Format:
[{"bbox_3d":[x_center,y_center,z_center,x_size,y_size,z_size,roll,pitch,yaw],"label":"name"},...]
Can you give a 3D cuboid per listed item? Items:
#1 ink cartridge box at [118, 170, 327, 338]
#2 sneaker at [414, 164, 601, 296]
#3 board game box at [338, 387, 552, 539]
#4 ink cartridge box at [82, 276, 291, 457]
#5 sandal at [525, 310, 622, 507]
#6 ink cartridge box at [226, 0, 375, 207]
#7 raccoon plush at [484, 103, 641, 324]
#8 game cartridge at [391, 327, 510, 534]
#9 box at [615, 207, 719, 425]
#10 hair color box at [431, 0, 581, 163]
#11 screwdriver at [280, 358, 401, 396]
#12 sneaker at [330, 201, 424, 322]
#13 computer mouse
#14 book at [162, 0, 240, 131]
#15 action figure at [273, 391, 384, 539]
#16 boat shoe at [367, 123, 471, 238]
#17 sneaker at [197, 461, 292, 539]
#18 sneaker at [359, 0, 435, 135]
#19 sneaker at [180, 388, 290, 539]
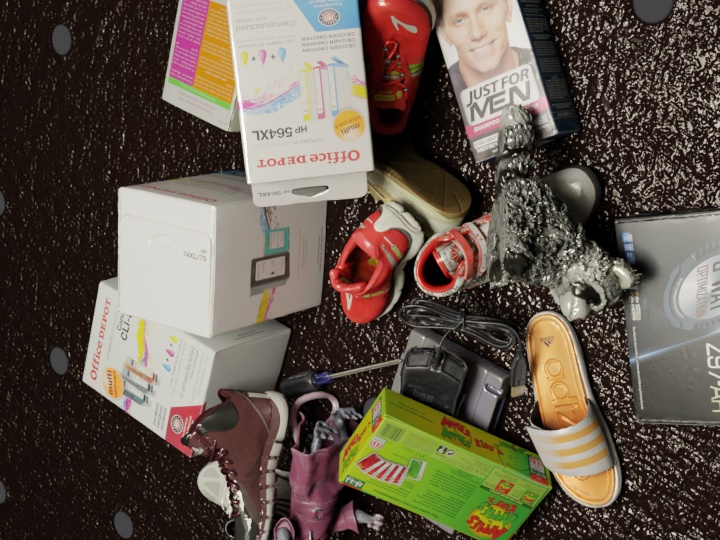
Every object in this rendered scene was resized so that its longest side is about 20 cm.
[{"bbox_3d":[-0.156,-0.025,1.346,0.146,0.199,0.147,13,106,34],"label":"ink cartridge box"},{"bbox_3d":[0.143,-0.034,1.186,0.201,0.108,0.068,-33,79,35],"label":"sneaker"},{"bbox_3d":[0.088,0.209,1.239,0.199,0.048,0.102,25,119,-14],"label":"board game box"},{"bbox_3d":[-0.216,0.103,1.449,0.199,0.144,0.146,28,114,30],"label":"ink cartridge box"},{"bbox_3d":[0.201,0.147,1.209,0.079,0.059,0.208,-18,88,37],"label":"sandal"},{"bbox_3d":[-0.056,-0.166,1.169,0.127,0.125,0.202,-7,95,-2],"label":"ink cartridge box"},{"bbox_3d":[0.194,-0.052,1.110,0.133,0.097,0.202,6,92,-6],"label":"raccoon plush"},{"bbox_3d":[0.085,0.175,1.316,0.129,0.038,0.201,30,115,32],"label":"game cartridge"},{"bbox_3d":[0.329,0.043,1.107,0.159,0.043,0.202,-2,97,37],"label":"box"},{"bbox_3d":[0.139,-0.219,1.185,0.100,0.060,0.202,-18,87,36],"label":"hair color box"},{"bbox_3d":[-0.021,0.120,1.378,0.199,0.029,0.028,-18,91,39],"label":"screwdriver"},{"bbox_3d":[0.000,0.000,1.272,0.077,0.085,0.200,46,150,17],"label":"sneaker"},{"bbox_3d":[0.104,0.122,1.249,0.139,0.046,0.202,10,115,10],"label":"computer mouse"},{"bbox_3d":[-0.168,-0.282,1.404,0.133,0.048,0.202,26,112,32],"label":"book"},{"bbox_3d":[-0.060,0.259,1.352,0.149,0.133,0.202,35,119,52],"label":"action figure"},{"bbox_3d":[0.034,-0.102,1.276,0.200,0.074,0.067,46,145,27],"label":"boat shoe"},{"bbox_3d":[-0.147,0.279,1.450,0.199,0.115,0.076,5,102,35],"label":"sneaker"},{"bbox_3d":[0.036,-0.206,1.194,0.076,0.200,0.086,3,64,4],"label":"sneaker"},{"bbox_3d":[-0.153,0.228,1.337,0.076,0.115,0.202,156,125,-64],"label":"sneaker"}]
